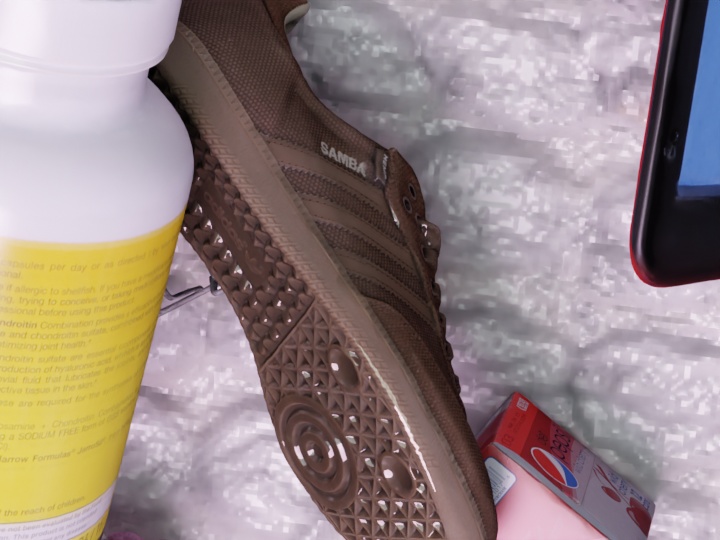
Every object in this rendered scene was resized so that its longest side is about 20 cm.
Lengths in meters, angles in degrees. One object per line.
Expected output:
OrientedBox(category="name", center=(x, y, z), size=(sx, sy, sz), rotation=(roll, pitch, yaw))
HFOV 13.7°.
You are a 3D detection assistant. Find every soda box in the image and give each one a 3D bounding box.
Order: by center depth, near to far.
OrientedBox(category="soda box", center=(0.009, 0.138, 0.981), size=(0.063, 0.070, 0.200), rotation=(39, 105, -1))

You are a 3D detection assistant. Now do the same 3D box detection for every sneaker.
OrientedBox(category="sneaker", center=(0.000, 0.000, 0.920), size=(0.200, 0.075, 0.070), rotation=(61, 146, 3))

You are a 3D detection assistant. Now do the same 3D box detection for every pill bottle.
OrientedBox(category="pill bottle", center=(-0.112, -0.005, 0.882), size=(0.112, 0.112, 0.200), rotation=(19, 115, 6))

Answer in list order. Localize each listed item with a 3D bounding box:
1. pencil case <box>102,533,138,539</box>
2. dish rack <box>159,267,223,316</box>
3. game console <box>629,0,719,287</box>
OrientedBox(category="pencil case", center=(-0.153, 0.127, 0.994), size=(0.199, 0.087, 0.088), rotation=(-1, 102, 10))
OrientedBox(category="dish rack", center=(-0.118, -0.031, 0.978), size=(0.200, 0.055, 0.154), rotation=(-26, 97, 14))
OrientedBox(category="game console", center=(0.181, -0.087, 0.877), size=(0.172, 0.119, 0.201), rotation=(10, 104, 8))
